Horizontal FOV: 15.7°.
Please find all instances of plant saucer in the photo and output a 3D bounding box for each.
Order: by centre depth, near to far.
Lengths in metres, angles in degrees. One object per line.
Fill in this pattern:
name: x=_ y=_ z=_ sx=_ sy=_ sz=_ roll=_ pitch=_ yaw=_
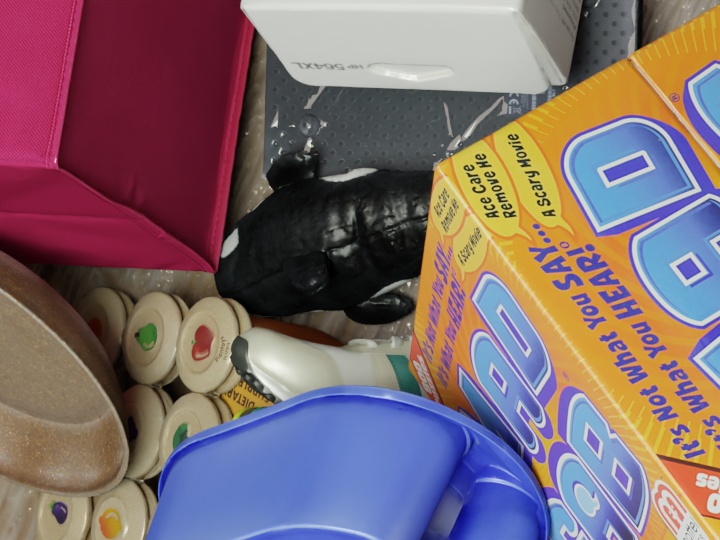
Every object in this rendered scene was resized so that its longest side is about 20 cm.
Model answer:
plant saucer: x=-0.196 y=0.038 z=1.339 sx=0.200 sy=0.200 sz=0.037 roll=20 pitch=57 yaw=20

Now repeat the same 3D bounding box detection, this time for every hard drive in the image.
hard drive: x=0.049 y=-0.104 z=1.325 sx=0.200 sy=0.042 sz=0.135 roll=1 pitch=90 yaw=22

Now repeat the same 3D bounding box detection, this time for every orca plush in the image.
orca plush: x=0.000 y=0.000 z=1.305 sx=0.200 sy=0.071 sz=0.105 roll=2 pitch=125 yaw=28

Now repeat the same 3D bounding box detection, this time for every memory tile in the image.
memory tile: x=-0.121 y=0.109 z=1.360 sx=0.153 sy=0.017 sz=0.200 roll=5 pitch=85 yaw=50

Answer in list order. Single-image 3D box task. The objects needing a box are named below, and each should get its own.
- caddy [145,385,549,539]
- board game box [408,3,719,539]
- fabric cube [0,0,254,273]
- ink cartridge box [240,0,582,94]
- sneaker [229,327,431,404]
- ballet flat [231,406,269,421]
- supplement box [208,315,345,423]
caddy: x=-0.010 y=0.124 z=1.177 sx=0.200 sy=0.105 sz=0.141 roll=-21 pitch=124 yaw=38
board game box: x=0.162 y=0.029 z=1.144 sx=0.200 sy=0.200 sz=0.200 roll=-30 pitch=68 yaw=-16
fabric cube: x=-0.182 y=-0.119 z=1.315 sx=0.199 sy=0.200 sz=0.196 roll=2 pitch=75 yaw=21
ink cartridge box: x=0.038 y=-0.195 z=1.273 sx=0.146 sy=0.084 sz=0.200 roll=2 pitch=68 yaw=21
sneaker: x=0.033 y=0.050 z=1.279 sx=0.200 sy=0.070 sz=0.093 roll=24 pitch=90 yaw=-21
ballet flat: x=-0.009 y=0.149 z=1.299 sx=0.067 sy=0.067 sz=0.200 roll=-32 pitch=115 yaw=35
supplement box: x=-0.057 y=0.128 z=1.344 sx=0.067 sy=0.069 sz=0.200 roll=27 pitch=103 yaw=50
